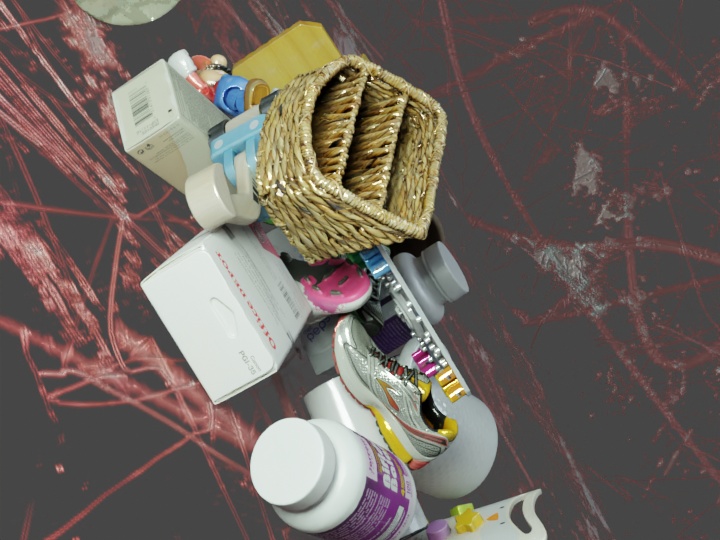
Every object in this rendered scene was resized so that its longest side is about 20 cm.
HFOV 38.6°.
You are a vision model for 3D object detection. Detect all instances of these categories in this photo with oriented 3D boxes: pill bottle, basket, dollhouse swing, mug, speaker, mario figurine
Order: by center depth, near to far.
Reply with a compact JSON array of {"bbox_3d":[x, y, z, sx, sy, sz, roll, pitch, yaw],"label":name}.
[{"bbox_3d":[-0.027,0.216,1.048,0.200,0.111,0.114,41,24,-56],"label":"pill bottle"},{"bbox_3d":[-0.008,-0.131,1.065,0.143,0.147,0.202,53,37,-37],"label":"basket"},{"bbox_3d":[0.005,0.224,1.212,0.202,0.080,0.081,65,15,15],"label":"speaker"},{"bbox_3d":[-0.165,-0.240,1.311,0.198,0.106,0.124,21,-34,43],"label":"mario figurine"},{"bbox_3d":[0.082,0.186,1.372,0.175,0.146,0.203,31,62,-46],"label":"mug"},{"bbox_3d":[0.049,0.046,1.451,0.112,0.198,0.112,52,16,-21],"label":"pill bottle"},{"bbox_3d":[-0.091,-0.298,1.618,0.177,0.198,0.182,55,15,-19],"label":"dollhouse swing"}]

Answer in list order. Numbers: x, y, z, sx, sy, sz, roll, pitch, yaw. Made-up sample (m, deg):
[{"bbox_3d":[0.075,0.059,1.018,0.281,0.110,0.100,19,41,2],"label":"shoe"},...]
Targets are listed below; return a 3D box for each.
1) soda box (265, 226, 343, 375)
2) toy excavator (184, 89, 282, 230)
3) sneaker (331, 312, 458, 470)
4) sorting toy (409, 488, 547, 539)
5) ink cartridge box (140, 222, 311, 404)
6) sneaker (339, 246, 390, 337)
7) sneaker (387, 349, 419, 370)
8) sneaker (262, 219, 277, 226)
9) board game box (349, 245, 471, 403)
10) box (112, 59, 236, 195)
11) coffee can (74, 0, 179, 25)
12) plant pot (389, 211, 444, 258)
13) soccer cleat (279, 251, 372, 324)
[{"bbox_3d":[-0.063,0.036,1.362,0.202,0.063,0.068,65,13,11],"label":"soda box"},{"bbox_3d":[-0.111,-0.097,1.093,0.194,0.099,0.202,43,30,-47],"label":"toy excavator"},{"bbox_3d":[0.041,0.130,1.196,0.201,0.082,0.078,53,27,-7],"label":"sneaker"},{"bbox_3d":[0.157,0.346,1.314,0.108,0.178,0.200,58,14,-12],"label":"sorting toy"},{"bbox_3d":[-0.135,0.029,1.081,0.148,0.082,0.200,59,14,-9],"label":"ink cartridge box"},{"bbox_3d":[0.000,0.000,1.349,0.078,0.084,0.202,48,20,-45],"label":"sneaker"},{"bbox_3d":[0.052,0.169,1.523,0.200,0.074,0.082,-18,86,-68],"label":"sneaker"},{"bbox_3d":[-0.109,-0.087,1.436,0.199,0.083,0.078,11,70,-52],"label":"sneaker"},{"bbox_3d":[0.050,0.051,1.202,0.202,0.026,0.200,58,-4,-6],"label":"board game box"},{"bbox_3d":[-0.195,-0.147,1.212,0.200,0.077,0.096,41,24,-55],"label":"box"},{"bbox_3d":[-0.293,-0.420,1.245,0.146,0.145,0.202,42,24,-52],"label":"coffee can"},{"bbox_3d":[0.005,-0.057,1.592,0.200,0.200,0.175,45,3,-47],"label":"plant pot"},{"bbox_3d":[-0.051,0.028,1.225,0.198,0.070,0.087,12,-44,45],"label":"soccer cleat"}]
